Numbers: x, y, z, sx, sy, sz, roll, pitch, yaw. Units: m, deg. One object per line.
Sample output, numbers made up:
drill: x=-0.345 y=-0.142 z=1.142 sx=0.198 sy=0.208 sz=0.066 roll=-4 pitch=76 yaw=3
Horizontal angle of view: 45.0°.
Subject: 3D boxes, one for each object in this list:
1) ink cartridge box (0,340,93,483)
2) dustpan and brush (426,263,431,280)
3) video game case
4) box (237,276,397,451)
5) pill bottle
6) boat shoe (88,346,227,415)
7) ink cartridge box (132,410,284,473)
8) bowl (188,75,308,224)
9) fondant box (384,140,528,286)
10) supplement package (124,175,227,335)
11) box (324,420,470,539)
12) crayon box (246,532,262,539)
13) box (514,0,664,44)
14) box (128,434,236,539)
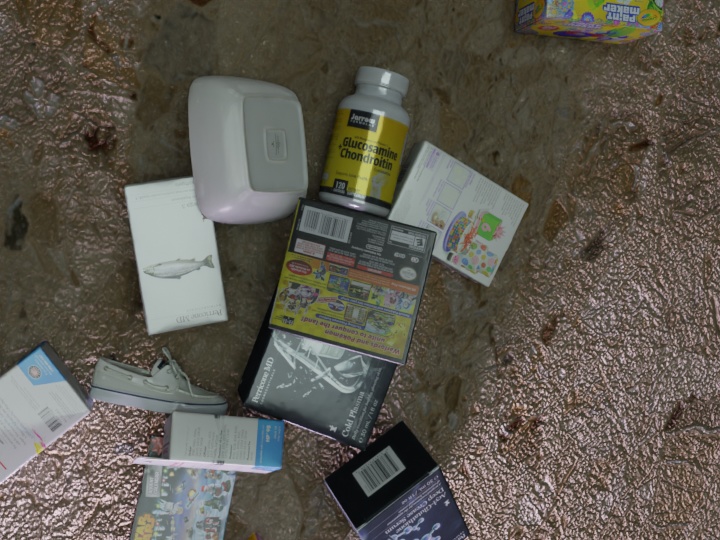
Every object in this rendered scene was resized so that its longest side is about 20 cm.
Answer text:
ink cartridge box: x=-0.487 y=0.208 z=1.207 sx=0.199 sy=0.068 sz=0.116 roll=-38 pitch=101 yaw=-9
dustpan and brush: x=0.000 y=0.000 z=1.302 sx=0.196 sy=0.140 sz=0.058 roll=21 pitch=124 yaw=1
video game case: x=-0.011 y=0.014 z=1.183 sx=0.195 sy=0.025 sz=0.185 roll=14 pitch=89 yaw=6
box: x=-0.055 y=0.127 z=1.282 sx=0.193 sy=0.124 sz=0.204 roll=22 pitch=89 yaw=-12
pill bottle: x=0.011 y=-0.188 z=1.280 sx=0.110 sy=0.112 sz=0.205 roll=13 pitch=91 yaw=-14
boat shoe: x=-0.286 y=0.156 z=1.257 sx=0.197 sy=0.075 sz=0.088 roll=11 pitch=88 yaw=-5
ink cartridge box: x=-0.214 y=0.241 z=1.218 sx=0.195 sy=0.116 sz=0.068 roll=8 pitch=72 yaw=-17
bowl: x=-0.142 y=-0.168 z=1.206 sx=0.198 sy=0.073 sz=0.205 roll=-7 pitch=94 yaw=-54
fondant box: x=0.142 y=-0.087 z=1.348 sx=0.197 sy=0.058 sz=0.147 roll=28 pitch=87 yaw=-13
supplement package: x=-0.259 y=-0.026 z=1.222 sx=0.114 sy=0.117 sz=0.205 roll=-10 pitch=97 yaw=-14
box: x=0.057 y=0.352 z=1.289 sx=0.147 sy=0.107 sz=0.202 roll=-35 pitch=134 yaw=-10
crayon box: x=-0.153 y=0.536 z=1.318 sx=0.172 sy=0.058 sz=0.201 roll=-43 pitch=102 yaw=-7
box: x=0.355 y=-0.466 z=1.340 sx=0.195 sy=0.122 sz=0.198 roll=3 pitch=93 yaw=-14
box: x=-0.261 y=0.353 z=1.268 sx=0.134 sy=0.040 sz=0.205 roll=12 pitch=79 yaw=-14
